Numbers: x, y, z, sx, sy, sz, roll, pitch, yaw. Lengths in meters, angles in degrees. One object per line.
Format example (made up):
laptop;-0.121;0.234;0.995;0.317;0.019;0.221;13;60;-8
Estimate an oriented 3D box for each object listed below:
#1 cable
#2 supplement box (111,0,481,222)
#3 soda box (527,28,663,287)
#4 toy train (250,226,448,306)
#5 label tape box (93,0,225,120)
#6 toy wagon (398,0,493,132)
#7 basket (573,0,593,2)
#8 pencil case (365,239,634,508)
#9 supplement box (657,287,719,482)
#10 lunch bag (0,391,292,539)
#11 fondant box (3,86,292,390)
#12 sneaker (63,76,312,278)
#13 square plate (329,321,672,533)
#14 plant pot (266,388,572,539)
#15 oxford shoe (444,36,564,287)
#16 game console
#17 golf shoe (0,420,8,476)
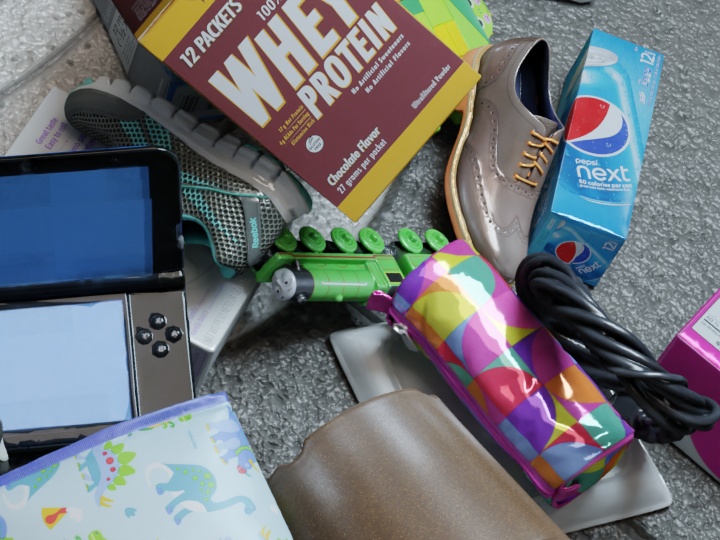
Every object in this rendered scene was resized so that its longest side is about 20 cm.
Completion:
cable;0.175;0.052;1.676;0.051;0.200;0.163;-40;96;-3
supplement box;-0.050;-0.164;1.688;0.197;0.133;0.200;40;5;-18
soda box;0.181;-0.090;1.890;0.064;0.068;0.200;20;51;-5
toy train;0.000;0.000;1.740;0.200;0.042;0.056;0;54;-47
label tape box;-0.124;-0.212;1.873;0.143;0.066;0.200;-11;58;-27
toy wagon;0.048;-0.186;1.895;0.200;0.040;0.155;-26;88;-48
basket;0.124;-0.356;2.006;0.200;0.161;0.198;10;54;-11
pencil case;0.099;0.072;1.695;0.088;0.088;0.200;-33;72;-35
supplement box;0.303;0.050;1.811;0.103;0.101;0.200;41;53;11
lunch bag;-0.148;0.195;1.525;0.200;0.127;0.170;-17;63;-23
fondant box;-0.167;-0.023;1.723;0.200;0.058;0.144;27;51;2
sneaker;-0.135;-0.063;1.675;0.200;0.078;0.091;28;77;25
square plate;0.104;0.102;1.749;0.200;0.028;0.198;-12;60;-26
plant pot;0.046;0.195;1.566;0.200;0.200;0.198;-19;56;-30
oxford shoe;0.112;-0.084;1.832;0.071;0.073;0.200;17;65;-43
game console;-0.211;0.024;1.590;0.200;0.118;0.171;-5;71;-6
golf shoe;-0.310;0.147;1.536;0.200;0.073;0.092;-35;114;-17
